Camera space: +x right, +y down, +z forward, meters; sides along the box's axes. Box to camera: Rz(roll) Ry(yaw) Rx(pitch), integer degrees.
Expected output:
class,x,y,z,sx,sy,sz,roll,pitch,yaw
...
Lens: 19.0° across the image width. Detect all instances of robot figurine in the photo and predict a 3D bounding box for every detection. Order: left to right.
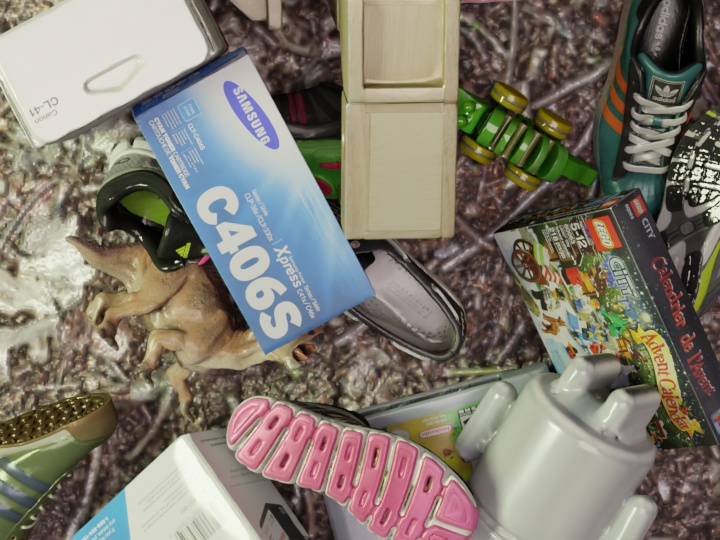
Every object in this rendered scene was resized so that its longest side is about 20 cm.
class,x,y,z,sx,sy,sz,roll,pitch,yaw
robot figurine,0.147,0.159,1.627,0.169,0.113,0.201,41,111,27

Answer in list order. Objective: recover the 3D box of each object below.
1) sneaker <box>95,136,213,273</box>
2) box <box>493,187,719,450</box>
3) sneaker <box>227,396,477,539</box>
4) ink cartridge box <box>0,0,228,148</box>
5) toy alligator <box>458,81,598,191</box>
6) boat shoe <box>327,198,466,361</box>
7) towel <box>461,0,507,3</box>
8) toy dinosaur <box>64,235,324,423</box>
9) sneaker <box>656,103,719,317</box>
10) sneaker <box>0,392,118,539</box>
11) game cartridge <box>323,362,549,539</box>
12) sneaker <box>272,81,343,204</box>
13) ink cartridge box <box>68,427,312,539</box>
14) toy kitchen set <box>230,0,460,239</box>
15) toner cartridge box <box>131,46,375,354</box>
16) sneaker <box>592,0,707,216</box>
class,x,y,z,sx,sy,sz,roll,pitch,yaw
sneaker,-0.113,-0.029,1.606,0.199,0.088,0.074,24,129,8
box,0.196,0.043,1.645,0.038,0.136,0.201,-33,102,-35
sneaker,0.001,0.147,1.620,0.199,0.087,0.074,21,96,14
ink cartridge box,-0.178,-0.159,1.545,0.147,0.200,0.086,-28,94,1
toy alligator,0.096,-0.114,1.646,0.199,0.054,0.060,30,104,-7
boat shoe,0.000,0.000,1.658,0.200,0.060,0.074,42,99,-9
towel,0.131,-0.309,1.635,0.145,0.030,0.202,-5,98,-3
toy dinosaur,-0.129,0.024,1.646,0.200,0.086,0.136,44,86,4
sneaker,0.271,-0.045,1.658,0.074,0.081,0.201,35,111,26
sneaker,-0.271,0.170,1.669,0.199,0.067,0.090,-22,108,0
game cartridge,0.068,0.161,1.704,0.198,0.040,0.134,-15,104,-1
sneaker,-0.047,-0.103,1.638,0.199,0.084,0.077,16,132,7
ink cartridge box,-0.107,0.242,1.626,0.145,0.084,0.200,-42,74,19
toy kitchen set,-0.021,-0.138,1.569,0.162,0.200,0.182,-1,108,-5
toner cartridge box,-0.076,-0.049,1.546,0.095,0.043,0.201,-29,106,-1
sneaker,0.222,-0.132,1.641,0.071,0.080,0.202,4,102,-4
